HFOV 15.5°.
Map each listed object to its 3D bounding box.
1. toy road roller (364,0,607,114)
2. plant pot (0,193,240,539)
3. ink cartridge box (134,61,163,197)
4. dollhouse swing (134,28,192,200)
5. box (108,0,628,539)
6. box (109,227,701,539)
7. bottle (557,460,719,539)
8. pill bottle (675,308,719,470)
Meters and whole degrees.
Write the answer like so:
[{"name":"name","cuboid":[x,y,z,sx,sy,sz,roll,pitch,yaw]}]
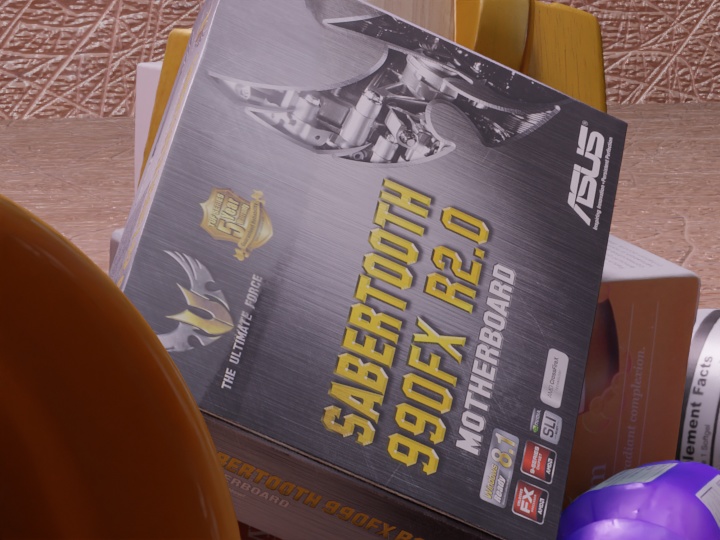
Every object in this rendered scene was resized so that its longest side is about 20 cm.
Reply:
[{"name":"toy road roller","cuboid":[0.014,-0.061,1.099,0.146,0.123,0.200,16,-36,-20]},{"name":"plant pot","cuboid":[-0.158,0.086,0.605,0.200,0.201,0.183,-5,-5,-40]},{"name":"ink cartridge box","cuboid":[-0.062,-0.086,2.053,0.146,0.147,0.200,-6,11,-38]},{"name":"dollhouse swing","cuboid":[0.023,-0.007,1.241,0.199,0.182,0.176,4,-13,30]},{"name":"box","cuboid":[0.000,0.000,0.888,0.158,0.048,0.200,25,48,-10]},{"name":"box","cuboid":[0.011,0.065,1.000,0.199,0.153,0.106,-4,18,-31]},{"name":"bottle","cuboid":[0.096,0.112,0.894,0.065,0.084,0.200,-9,-1,14]},{"name":"pill bottle","cuboid":[0.179,0.076,1.109,0.199,0.116,0.116,5,9,25]}]
